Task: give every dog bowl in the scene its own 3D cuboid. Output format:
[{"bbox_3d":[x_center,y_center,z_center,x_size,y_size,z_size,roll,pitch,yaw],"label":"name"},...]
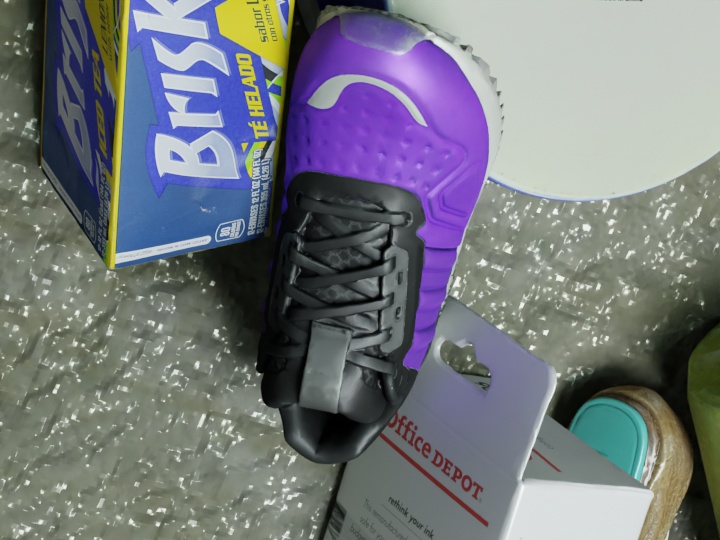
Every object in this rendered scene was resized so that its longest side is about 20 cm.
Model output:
[{"bbox_3d":[0.078,-0.129,0.878,0.200,0.079,0.201,-11,115,-25],"label":"dog bowl"}]

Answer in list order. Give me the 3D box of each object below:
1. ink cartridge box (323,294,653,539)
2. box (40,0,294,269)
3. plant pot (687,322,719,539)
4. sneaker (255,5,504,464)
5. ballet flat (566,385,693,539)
[{"bbox_3d":[0.042,0.114,0.934,0.068,0.116,0.201,8,106,-33],"label":"ink cartridge box"},{"bbox_3d":[-0.063,-0.103,0.788,0.064,0.070,0.200,-13,130,-25],"label":"box"},{"bbox_3d":[0.227,0.101,1.006,0.200,0.200,0.185,-29,111,-17],"label":"plant pot"},{"bbox_3d":[0.001,0.000,0.826,0.200,0.069,0.100,93,15,-54],"label":"sneaker"},{"bbox_3d":[0.093,0.144,1.017,0.072,0.068,0.201,11,100,-52],"label":"ballet flat"}]
